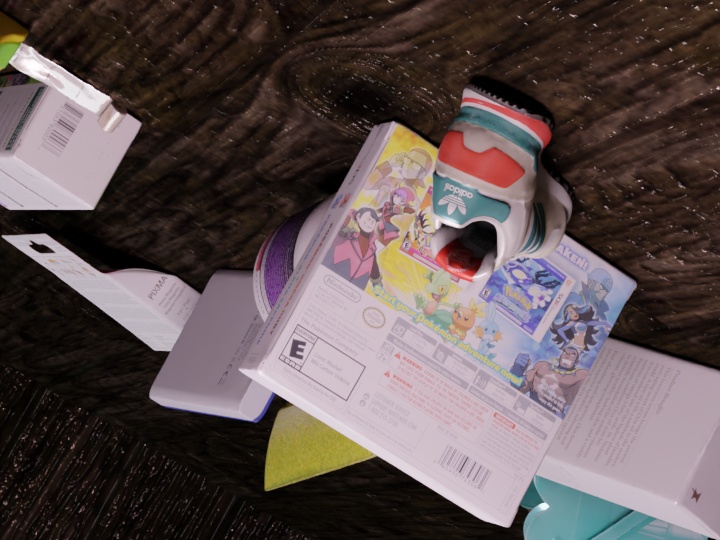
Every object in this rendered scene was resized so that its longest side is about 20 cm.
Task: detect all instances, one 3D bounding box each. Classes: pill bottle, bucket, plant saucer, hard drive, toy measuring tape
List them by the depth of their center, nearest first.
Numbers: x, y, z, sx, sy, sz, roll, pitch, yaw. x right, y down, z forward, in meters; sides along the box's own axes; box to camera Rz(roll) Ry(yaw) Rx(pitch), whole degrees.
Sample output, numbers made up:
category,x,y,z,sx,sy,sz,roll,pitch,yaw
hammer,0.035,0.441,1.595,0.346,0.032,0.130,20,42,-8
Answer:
category,x,y,z,sx,sy,sz,roll,pitch,yaw
pill bottle,0.000,0.000,1.713,0.111,0.111,0.200,31,168,-10
plant saucer,0.033,0.071,1.754,0.048,0.200,0.200,58,152,-4
toy measuring tape,-0.260,-0.147,1.776,0.200,0.074,0.074,34,167,-12
bucket,0.190,0.209,1.915,0.135,0.207,0.207,12,166,3
hard drive,-0.105,0.062,2.140,0.025,0.132,0.200,33,167,-23

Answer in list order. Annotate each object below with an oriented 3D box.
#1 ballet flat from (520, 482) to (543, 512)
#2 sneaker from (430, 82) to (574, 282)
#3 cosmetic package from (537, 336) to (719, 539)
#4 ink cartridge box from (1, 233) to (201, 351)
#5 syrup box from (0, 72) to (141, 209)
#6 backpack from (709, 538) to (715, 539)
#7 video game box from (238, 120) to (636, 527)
category,x,y,z,sx,sy,sz,roll,pitch,yaw
ballet flat,0.211,0.205,2.210,0.072,0.068,0.200,12,175,-22
sneaker,0.072,-0.033,1.468,0.070,0.093,0.200,25,167,15
cosmetic package,0.183,0.107,1.773,0.200,0.101,0.071,18,164,43
ink cartridge box,-0.236,0.008,2.432,0.200,0.057,0.163,42,164,-18
syrup box,-0.253,-0.100,1.943,0.081,0.079,0.200,34,167,-24
backpack,0.282,0.293,2.067,0.168,0.200,0.163,26,167,12
video game box,0.051,0.034,1.579,0.200,0.182,0.047,33,170,-19
